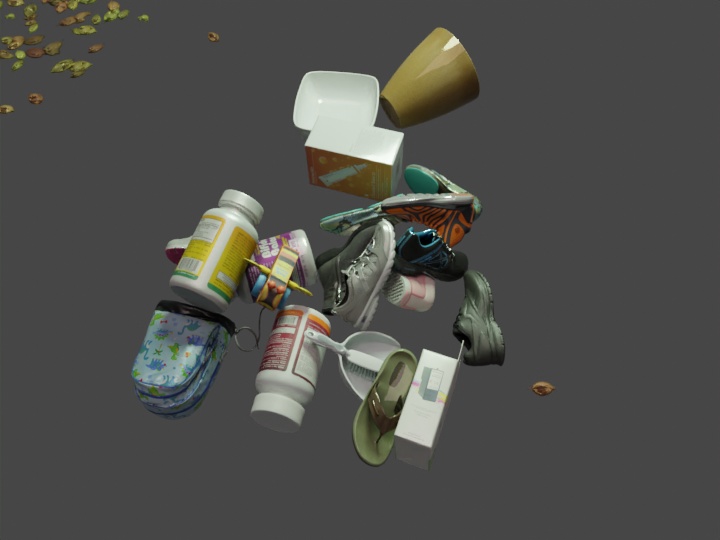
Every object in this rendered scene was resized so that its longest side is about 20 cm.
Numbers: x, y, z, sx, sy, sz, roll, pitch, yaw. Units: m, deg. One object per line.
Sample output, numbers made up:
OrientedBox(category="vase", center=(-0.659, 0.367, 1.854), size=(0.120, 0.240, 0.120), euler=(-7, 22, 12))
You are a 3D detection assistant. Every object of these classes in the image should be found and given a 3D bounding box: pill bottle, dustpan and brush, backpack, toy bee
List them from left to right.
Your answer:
OrientedBox(category="backpack", center=(-0.327, 0.161, 1.129), size=(0.159, 0.154, 0.204), euler=(15, 70, 3))
OrientedBox(category="pill bottle", center=(-0.251, -0.037, 1.132), size=(0.110, 0.113, 0.204), euler=(17, 70, 12))
OrientedBox(category="pill bottle", center=(-0.191, -0.001, 1.235), size=(0.195, 0.113, 0.114), euler=(-17, 57, -10))
OrientedBox(category="toy bee", center=(-0.143, 0.031, 1.098), size=(0.128, 0.109, 0.205), euler=(9, 63, -21))
OrientedBox(category="pill bottle", center=(-0.124, 0.174, 1.121), size=(0.107, 0.111, 0.204), euler=(10, 57, 8))
OrientedBox(category="dustpan and brush", center=(-0.015, 0.155, 1.121), size=(0.196, 0.057, 0.142), euler=(22, 58, -9))

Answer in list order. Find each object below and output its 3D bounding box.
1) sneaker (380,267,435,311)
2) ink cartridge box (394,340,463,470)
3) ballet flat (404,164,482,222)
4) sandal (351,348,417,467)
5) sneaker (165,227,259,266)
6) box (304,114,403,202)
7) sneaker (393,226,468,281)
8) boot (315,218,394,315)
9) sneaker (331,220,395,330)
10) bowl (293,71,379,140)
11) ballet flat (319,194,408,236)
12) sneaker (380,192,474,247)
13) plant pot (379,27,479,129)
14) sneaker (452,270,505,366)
OrientedBox(category="sneaker", center=(0.082, 0.014, 1.251), size=(0.103, 0.076, 0.201), euler=(18, 24, -31))
OrientedBox(category="ink cartridge box", center=(0.119, 0.220, 1.080), size=(0.066, 0.118, 0.203), euler=(15, 58, 14))
OrientedBox(category="ballet flat", center=(0.183, -0.170, 1.374), size=(0.199, 0.075, 0.074), euler=(40, 65, 22))
OrientedBox(category="sandal", center=(0.042, 0.227, 1.067), size=(0.078, 0.057, 0.205), euler=(22, 76, -5))
OrientedBox(category="sneaker", center=(-0.301, -0.055, 1.298), size=(0.195, 0.082, 0.090), euler=(-4, 54, -11))
OrientedBox(category="box", center=(-0.011, -0.243, 1.381), size=(0.195, 0.126, 0.099), euler=(15, 58, 11))
OrientedBox(category="sneaker", center=(0.147, -0.032, 1.214), size=(0.197, 0.083, 0.074), euler=(4, 35, -40))
OrientedBox(category="boot", center=(0.000, 0.000, 1.224), size=(0.198, 0.069, 0.134), euler=(-35, 52, 28))
OrientedBox(category="sneaker", center=(0.007, 0.003, 1.143), size=(0.080, 0.075, 0.205), euler=(19, 88, -11))
OrientedBox(category="bowl", center=(-0.054, -0.376, 1.499), size=(0.194, 0.075, 0.204), euler=(5, 56, 5))
OrientedBox(category="ballet flat", center=(0.014, -0.101, 1.319), size=(0.195, 0.075, 0.075), euler=(-18, 58, -7))
OrientedBox(category="sneaker", center=(0.137, -0.096, 1.279), size=(0.194, 0.115, 0.078), euler=(-1, 14, -6))
OrientedBox(category="plant pot", center=(0.148, -0.430, 1.482), size=(0.198, 0.187, 0.187), euler=(-35, 61, -6))
OrientedBox(category="sneaker", center=(0.214, 0.088, 1.195), size=(0.088, 0.077, 0.204), euler=(-10, 54, 4))
